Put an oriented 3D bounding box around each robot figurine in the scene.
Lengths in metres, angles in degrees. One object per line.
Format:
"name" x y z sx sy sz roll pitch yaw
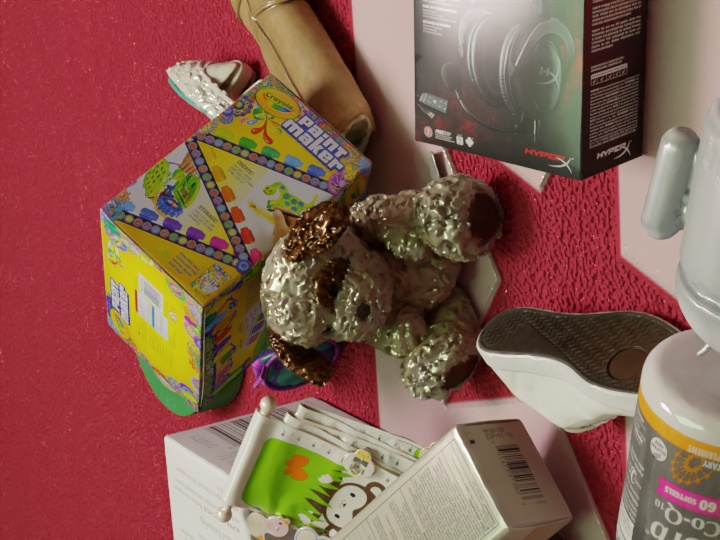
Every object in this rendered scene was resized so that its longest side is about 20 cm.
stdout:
"robot figurine" 0.241 -0.028 1.001 0.169 0.113 0.201 21 123 28

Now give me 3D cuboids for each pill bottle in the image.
"pill bottle" 0.220 0.145 1.101 0.116 0.116 0.201 42 139 46

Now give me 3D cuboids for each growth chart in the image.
"growth chart" -0.013 0.180 1.449 0.018 0.199 0.145 -69 -7 -66

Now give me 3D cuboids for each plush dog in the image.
"plush dog" 0.000 0.000 1.382 0.160 0.171 0.201 45 139 44

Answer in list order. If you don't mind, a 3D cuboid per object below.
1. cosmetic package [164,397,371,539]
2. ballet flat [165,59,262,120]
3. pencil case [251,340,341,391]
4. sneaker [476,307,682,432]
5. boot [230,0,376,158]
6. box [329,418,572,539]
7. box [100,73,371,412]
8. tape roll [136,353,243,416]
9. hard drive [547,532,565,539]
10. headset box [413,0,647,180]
"cosmetic package" -0.066 0.245 1.605 0.165 0.164 0.201 19 119 56
"ballet flat" -0.110 -0.156 1.647 0.200 0.071 0.072 46 138 41
"pencil case" -0.094 0.010 1.639 0.201 0.092 0.085 62 147 24
"sneaker" 0.174 0.077 1.234 0.200 0.073 0.085 13 143 52
"boot" -0.041 -0.201 1.497 0.175 0.066 0.201 102 145 -58
"box" 0.058 0.207 1.350 0.200 0.077 0.095 -45 61 36
"box" -0.105 -0.020 1.473 0.122 0.192 0.200 42 155 16
"tape roll" -0.188 0.051 1.868 0.200 0.048 0.202 31 127 53
"hard drive" 0.091 0.271 1.399 0.140 0.038 0.201 44 121 35
"headset box" 0.112 -0.177 1.178 0.148 0.077 0.201 18 119 39
